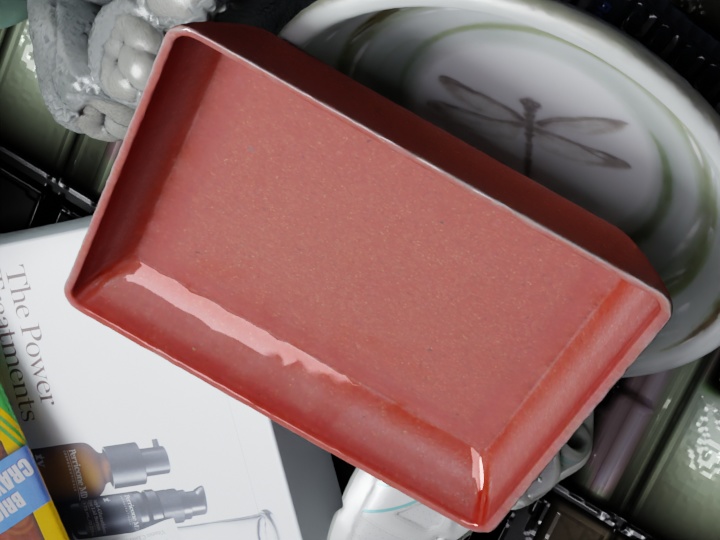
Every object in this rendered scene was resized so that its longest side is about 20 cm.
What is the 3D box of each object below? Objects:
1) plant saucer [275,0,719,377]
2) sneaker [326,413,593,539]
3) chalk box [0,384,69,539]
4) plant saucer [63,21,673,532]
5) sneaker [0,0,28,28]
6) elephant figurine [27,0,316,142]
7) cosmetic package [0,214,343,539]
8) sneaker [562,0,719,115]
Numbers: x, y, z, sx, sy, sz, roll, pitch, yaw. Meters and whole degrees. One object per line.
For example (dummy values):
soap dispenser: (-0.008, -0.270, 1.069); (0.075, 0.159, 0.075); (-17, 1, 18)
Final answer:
plant saucer: (0.060, -0.043, 0.916); (0.200, 0.050, 0.200); (19, 143, 15)
sneaker: (0.047, 0.080, 1.046); (0.080, 0.070, 0.200); (32, 115, 10)
chalk box: (-0.202, 0.147, 1.104); (0.200, 0.125, 0.124); (64, 148, 8)
plant saucer: (0.000, 0.000, 0.937); (0.200, 0.037, 0.200); (29, 146, -1)
sneaker: (-0.244, -0.143, 1.093); (0.200, 0.118, 0.074); (13, 111, 23)
elephant figurine: (-0.032, -0.105, 1.011); (0.142, 0.200, 0.155); (-24, 68, 44)
cosmetic package: (-0.094, 0.072, 1.121); (0.151, 0.052, 0.200); (-11, 99, 26)
sneaker: (0.124, -0.061, 0.974); (0.200, 0.078, 0.066); (39, 91, -15)
